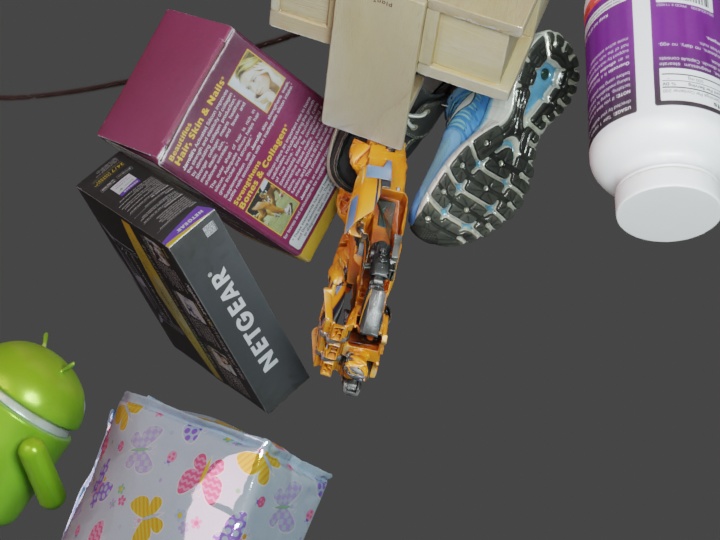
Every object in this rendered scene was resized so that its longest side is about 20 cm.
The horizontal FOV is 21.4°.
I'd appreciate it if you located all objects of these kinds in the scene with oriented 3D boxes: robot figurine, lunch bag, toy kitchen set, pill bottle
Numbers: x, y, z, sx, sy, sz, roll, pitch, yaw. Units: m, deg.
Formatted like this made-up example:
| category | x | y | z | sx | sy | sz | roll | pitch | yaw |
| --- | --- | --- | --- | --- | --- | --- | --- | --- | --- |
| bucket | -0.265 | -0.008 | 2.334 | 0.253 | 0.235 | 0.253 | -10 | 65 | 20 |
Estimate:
| category | x | y | z | sx | sy | sz | roll | pitch | yaw |
| --- | --- | --- | --- | --- | --- | --- | --- | --- | --- |
| robot figurine | 0.000 | 0.000 | 1.543 | 0.145 | 0.058 | 0.201 | 106 | 175 | -55 |
| lunch bag | -0.146 | 0.200 | 1.548 | 0.199 | 0.127 | 0.171 | 14 | 78 | 36 |
| toy kitchen set | 0.047 | -0.218 | 1.541 | 0.199 | 0.164 | 0.181 | 19 | 51 | 8 |
| robot figurine | -0.332 | 0.151 | 1.751 | 0.201 | 0.116 | 0.175 | -55 | 37 | 1 |
| pill bottle | 0.224 | -0.126 | 1.415 | 0.112 | 0.112 | 0.201 | -20 | 53 | 33 |

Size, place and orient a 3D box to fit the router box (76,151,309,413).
| category | x | y | z | sx | sy | sz | roll | pitch | yaw |
| --- | --- | --- | --- | --- | --- | --- | --- | --- | --- |
| router box | -0.140 | 0.010 | 1.599 | 0.052 | 0.201 | 0.157 | -40 | 40 | -16 |

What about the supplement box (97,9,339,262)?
| category | x | y | z | sx | sy | sz | roll | pitch | yaw |
| --- | --- | --- | --- | --- | --- | --- | --- | --- | --- |
| supplement box | -0.104 | -0.113 | 1.643 | 0.103 | 0.200 | 0.131 | 23 | 81 | 47 |

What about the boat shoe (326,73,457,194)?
| category | x | y | z | sx | sy | sz | roll | pitch | yaw |
| --- | --- | --- | --- | --- | --- | --- | --- | --- | --- |
| boat shoe | 0.040 | -0.150 | 1.616 | 0.200 | 0.072 | 0.068 | -51 | 6 | 5 |

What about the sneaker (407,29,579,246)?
| category | x | y | z | sx | sy | sz | roll | pitch | yaw |
| --- | --- | --- | --- | --- | --- | --- | --- | --- | --- |
| sneaker | 0.100 | -0.106 | 1.558 | 0.090 | 0.078 | 0.201 | 14 | 66 | 56 |
